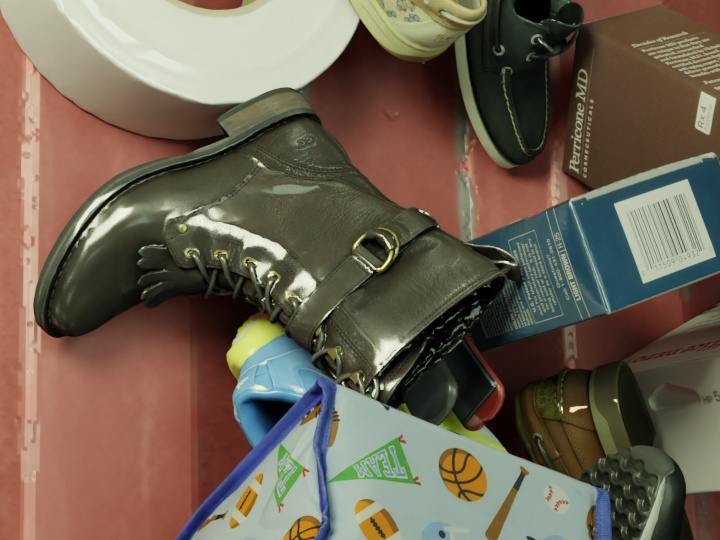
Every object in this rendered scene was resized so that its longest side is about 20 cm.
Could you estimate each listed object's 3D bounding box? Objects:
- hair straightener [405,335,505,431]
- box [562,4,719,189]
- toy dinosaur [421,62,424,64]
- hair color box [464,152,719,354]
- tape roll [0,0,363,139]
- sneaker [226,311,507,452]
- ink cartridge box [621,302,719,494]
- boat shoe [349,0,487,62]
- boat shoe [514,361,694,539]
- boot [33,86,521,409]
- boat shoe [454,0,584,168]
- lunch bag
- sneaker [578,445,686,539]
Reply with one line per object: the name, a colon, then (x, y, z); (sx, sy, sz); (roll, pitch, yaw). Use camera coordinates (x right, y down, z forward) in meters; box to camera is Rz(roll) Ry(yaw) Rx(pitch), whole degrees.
hair straightener: (0.000, 0.000, 0.901); (0.077, 0.041, 0.200); (2, 50, -45)
box: (0.206, -0.069, 0.967); (0.075, 0.200, 0.100); (-15, 123, -28)
toy dinosaur: (0.034, -0.229, 1.002); (0.077, 0.102, 0.200); (5, 54, 19)
hair color box: (0.101, 0.000, 0.903); (0.100, 0.200, 0.061); (-18, 87, -30)
tape roll: (-0.095, -0.176, 0.919); (0.202, 0.071, 0.203); (7, 74, -25)
sneaker: (0.008, 0.105, 0.882); (0.200, 0.076, 0.105); (35, 24, -6)
ink cartridge box: (0.259, 0.052, 1.005); (0.200, 0.146, 0.085); (-27, 94, -29)
boat shoe: (-0.003, -0.205, 0.896); (0.073, 0.063, 0.200); (-43, 98, -28)
boat shoe: (0.144, 0.144, 0.970); (0.072, 0.068, 0.201); (-50, 125, -61)
boot: (-0.043, 0.009, 0.838); (0.200, 0.069, 0.174); (-38, 63, -11)
boat shoe: (0.095, -0.151, 0.971); (0.074, 0.066, 0.200); (-38, 125, -53)
lunch bag: (-0.001, 0.169, 0.812); (0.170, 0.200, 0.124); (26, 45, -21)
sneaker: (0.144, 0.185, 0.918); (0.090, 0.070, 0.201); (9, 110, -27)
